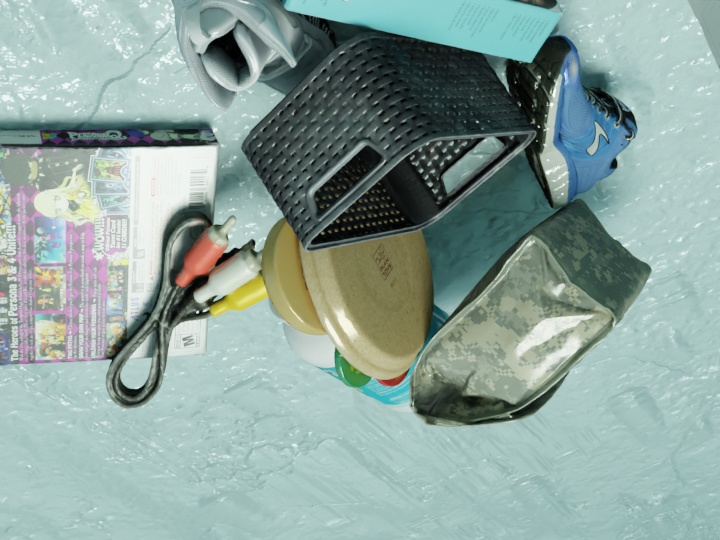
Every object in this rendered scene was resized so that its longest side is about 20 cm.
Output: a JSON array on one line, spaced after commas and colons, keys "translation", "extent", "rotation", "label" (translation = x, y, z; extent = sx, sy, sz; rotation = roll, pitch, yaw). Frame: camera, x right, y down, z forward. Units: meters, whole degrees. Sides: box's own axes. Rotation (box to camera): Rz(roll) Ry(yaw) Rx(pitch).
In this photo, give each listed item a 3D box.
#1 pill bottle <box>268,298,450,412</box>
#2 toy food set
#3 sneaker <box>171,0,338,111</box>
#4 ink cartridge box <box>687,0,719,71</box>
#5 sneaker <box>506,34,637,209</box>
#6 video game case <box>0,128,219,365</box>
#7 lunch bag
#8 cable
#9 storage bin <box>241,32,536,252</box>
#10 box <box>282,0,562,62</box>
[{"translation": [0.002, 0.052, 1.195], "extent": [0.111, 0.111, 0.200], "rotation": [-32, 139, 22], "label": "pill bottle"}, {"translation": [0.000, 0.000, 1.061], "extent": [0.048, 0.201, 0.198], "rotation": [-16, 129, 30], "label": "toy food set"}, {"translation": [-0.071, -0.152, 0.902], "extent": [0.075, 0.115, 0.200], "rotation": [-28, 141, 18], "label": "sneaker"}, {"translation": [0.278, -0.220, 0.864], "extent": [0.048, 0.201, 0.146], "rotation": [5, 139, -21], "label": "ink cartridge box"}, {"translation": [0.178, -0.133, 1.059], "extent": [0.089, 0.079, 0.200], "rotation": [-25, 151, 1], "label": "sneaker"}, {"translation": [-0.210, -0.018, 1.039], "extent": [0.180, 0.036, 0.201], "rotation": [-3, 120, -17], "label": "video game case"}, {"translation": [0.141, 0.053, 1.118], "extent": [0.200, 0.118, 0.164], "rotation": [-47, 173, 26], "label": "lunch bag"}, {"translation": [-0.151, 0.032, 1.035], "extent": [0.097, 0.050, 0.200], "rotation": [41, 102, -21], "label": "cable"}, {"translation": [0.025, -0.097, 0.956], "extent": [0.135, 0.094, 0.200], "rotation": [-40, 167, 29], "label": "storage bin"}, {"translation": [0.038, -0.207, 0.897], "extent": [0.199, 0.083, 0.049], "rotation": [6, 138, -27], "label": "box"}]
